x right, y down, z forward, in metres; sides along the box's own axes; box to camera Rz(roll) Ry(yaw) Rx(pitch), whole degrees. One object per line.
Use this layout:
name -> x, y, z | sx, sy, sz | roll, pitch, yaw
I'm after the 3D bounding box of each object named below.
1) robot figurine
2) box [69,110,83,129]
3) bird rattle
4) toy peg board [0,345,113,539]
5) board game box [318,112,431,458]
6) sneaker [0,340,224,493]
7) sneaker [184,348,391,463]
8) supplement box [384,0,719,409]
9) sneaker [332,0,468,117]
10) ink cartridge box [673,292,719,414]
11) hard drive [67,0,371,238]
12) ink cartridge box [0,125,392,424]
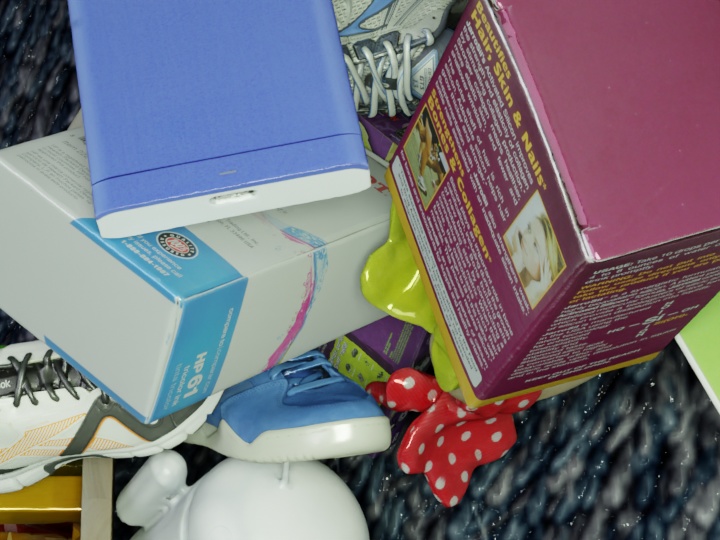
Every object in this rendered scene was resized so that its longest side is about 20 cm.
robot figurine -> -0.069, 0.173, 1.204 | 0.200, 0.170, 0.113 | -40, 12, 47
box -> -0.131, -0.076, 1.321 | 0.078, 0.095, 0.200 | 52, 136, 13
bird rattle -> 0.085, 0.041, 1.098 | 0.163, 0.200, 0.113 | -18, 49, -4
toy peg board -> -0.200, 0.150, 1.280 | 0.200, 0.097, 0.200 | 101, 169, -59
board game box -> 0.000, 0.000, 1.191 | 0.120, 0.032, 0.200 | 37, 132, 19
sneaker -> -0.161, 0.069, 1.138 | 0.200, 0.080, 0.074 | -24, 59, 21
sneaker -> -0.050, 0.045, 1.155 | 0.200, 0.077, 0.112 | 3, 95, 63
supplement box -> 0.094, -0.037, 0.915 | 0.200, 0.103, 0.131 | 119, 134, -67
sneaker -> 0.009, -0.118, 1.103 | 0.085, 0.200, 0.077 | 38, 148, 31
ink cartridge box -> 0.176, 0.012, 0.970 | 0.076, 0.200, 0.148 | -33, 54, 10
hard drive -> -0.077, -0.113, 1.040 | 0.132, 0.025, 0.200 | -11, 55, -2
ink cartridge box -> -0.082, -0.017, 1.091 | 0.144, 0.200, 0.085 | 35, 127, 27
